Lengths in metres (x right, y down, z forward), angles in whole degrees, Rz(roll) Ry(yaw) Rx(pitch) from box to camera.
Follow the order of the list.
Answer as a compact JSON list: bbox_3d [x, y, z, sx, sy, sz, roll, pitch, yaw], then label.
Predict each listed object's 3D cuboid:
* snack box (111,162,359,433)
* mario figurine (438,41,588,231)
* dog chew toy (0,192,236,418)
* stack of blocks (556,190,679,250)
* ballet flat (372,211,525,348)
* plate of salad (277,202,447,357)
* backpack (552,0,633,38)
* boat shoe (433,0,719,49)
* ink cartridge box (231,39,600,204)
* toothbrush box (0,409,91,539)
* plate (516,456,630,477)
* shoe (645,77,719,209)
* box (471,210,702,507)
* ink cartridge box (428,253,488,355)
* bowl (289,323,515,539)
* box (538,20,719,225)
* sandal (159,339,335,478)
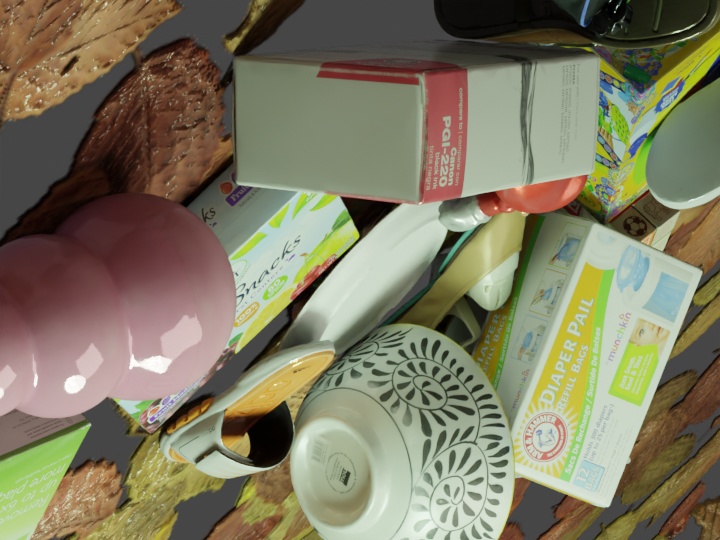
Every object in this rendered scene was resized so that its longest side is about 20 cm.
[{"bbox_3d":[-0.098,0.008,1.567,0.200,0.053,0.142,-44,160,-5],"label":"snack box"},{"bbox_3d":[0.089,-0.095,1.642,0.106,0.123,0.200,-23,-170,-1],"label":"mario figurine"},{"bbox_3d":[-0.170,0.029,1.367,0.200,0.125,0.125,-20,149,-38],"label":"dog chew toy"},{"bbox_3d":[0.191,-0.018,2.030,0.059,0.115,0.200,-36,159,-27],"label":"stack of blocks"},{"bbox_3d":[0.081,0.018,1.829,0.069,0.063,0.200,-34,169,-49],"label":"ballet flat"},{"bbox_3d":[0.000,0.000,1.762,0.200,0.048,0.200,-43,165,-15],"label":"plate of salad"},{"bbox_3d":[0.159,-0.272,1.413,0.200,0.135,0.183,-51,167,-28],"label":"backpack"},{"bbox_3d":[0.149,-0.180,1.534,0.068,0.200,0.072,-5,101,-59],"label":"boat shoe"},{"bbox_3d":[0.037,-0.096,1.463,0.200,0.146,0.085,-15,108,-52],"label":"ink cartridge box"},{"bbox_3d":[-0.273,0.153,1.445,0.146,0.086,0.200,-21,151,-50],"label":"toothbrush box"},{"bbox_3d":[0.097,0.123,1.992,0.200,0.200,0.032,36,54,-43],"label":"plate"},{"bbox_3d":[0.291,-0.116,1.727,0.200,0.071,0.091,-50,156,1],"label":"shoe"},{"bbox_3d":[0.161,0.066,1.826,0.112,0.101,0.200,22,89,-26],"label":"box"},{"bbox_3d":[0.126,0.069,2.004,0.200,0.147,0.083,85,13,-65],"label":"ink cartridge box"},{"bbox_3d":[0.010,0.144,1.777,0.094,0.201,0.201,-7,139,-48],"label":"bowl"},{"bbox_3d":[0.221,-0.174,1.766,0.200,0.122,0.193,-39,161,-20],"label":"box"},{"bbox_3d":[-0.080,0.116,1.740,0.079,0.059,0.207,-10,161,-36],"label":"sandal"}]
